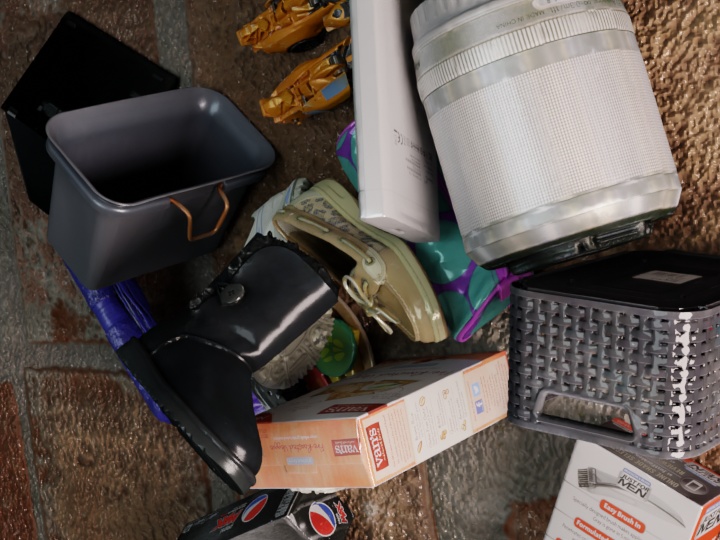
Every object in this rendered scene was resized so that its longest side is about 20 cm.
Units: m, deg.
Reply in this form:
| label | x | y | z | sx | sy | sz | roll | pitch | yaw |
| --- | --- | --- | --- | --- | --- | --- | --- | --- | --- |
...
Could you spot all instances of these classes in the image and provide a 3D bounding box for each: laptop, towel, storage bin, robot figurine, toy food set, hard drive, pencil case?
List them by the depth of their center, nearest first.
| label | x | y | z | sx | sy | sz | roll | pitch | yaw |
| --- | --- | --- | --- | --- | --- | --- | --- | --- | --- |
| storage bin | 0.200 | 0.048 | 0.849 | 0.135 | 0.199 | 0.094 | 9 | 104 | 39 |
| hard drive | 0.026 | -0.128 | 0.933 | 0.027 | 0.132 | 0.201 | -5 | 82 | 20 |
| pencil case | 0.061 | -0.046 | 1.027 | 0.201 | 0.085 | 0.093 | 56 | 142 | 17 |
| robot figurine | -0.015 | -0.209 | 1.078 | 0.200 | 0.058 | 0.146 | -27 | 78 | 40 |
| storage bin | -0.191 | -0.065 | 1.176 | 0.146 | 0.199 | 0.135 | 47 | 135 | 24 |
| toy food set | -0.065 | 0.097 | 1.181 | 0.199 | 0.049 | 0.199 | 19 | 109 | 37 |
| towel | -0.215 | 0.059 | 1.252 | 0.049 | 0.148 | 0.201 | -32 | 78 | -1 |
| laptop | -0.280 | -0.136 | 1.348 | 0.187 | 0.116 | 0.201 | 33 | 89 | 31 |

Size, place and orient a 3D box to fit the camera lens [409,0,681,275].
| label | x | y | z | sx | sy | sz | roll | pitch | yaw |
| --- | --- | --- | --- | --- | --- | --- | --- | --- | --- |
| camera lens | 0.131 | -0.107 | 0.908 | 0.159 | 0.160 | 0.201 | -19 | 85 | 40 |

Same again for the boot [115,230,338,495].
| label | x | y | z | sx | sy | sz | roll | pitch | yaw |
| --- | --- | --- | --- | --- | --- | --- | --- | --- | --- |
| boot | -0.083 | 0.058 | 0.966 | 0.200 | 0.168 | 0.077 | 38 | 164 | 51 |

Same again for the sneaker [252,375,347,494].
| label | x | y | z | sx | sy | sz | roll | pitch | yaw |
| --- | --- | --- | --- | --- | --- | --- | --- | --- | --- |
| sneaker | -0.074 | 0.118 | 1.116 | 0.200 | 0.069 | 0.100 | 27 | 111 | 33 |

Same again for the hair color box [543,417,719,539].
| label | x | y | z | sx | sy | sz | roll | pitch | yaw |
| --- | --- | --- | --- | --- | --- | --- | --- | --- | --- |
| hair color box | 0.198 | 0.230 | 0.974 | 0.111 | 0.064 | 0.201 | 30 | 117 | 34 |

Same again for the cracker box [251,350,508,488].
| label | x | y | z | sx | sy | sz | roll | pitch | yaw |
| --- | --- | --- | --- | --- | --- | --- | --- | --- | --- |
| cracker box | 0.016 | 0.118 | 1.015 | 0.133 | 0.200 | 0.058 | -9 | 96 | 40 |

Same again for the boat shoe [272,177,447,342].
| label | x | y | z | sx | sy | sz | roll | pitch | yaw |
| --- | --- | --- | --- | --- | --- | --- | --- | --- | --- |
| boat shoe | 0.000 | 0.000 | 1.021 | 0.200 | 0.062 | 0.074 | 45 | 157 | 45 |

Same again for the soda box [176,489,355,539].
| label | x | y | z | sx | sy | sz | roll | pitch | yaw |
| --- | --- | --- | --- | --- | --- | --- | --- | --- | --- |
| soda box | -0.101 | 0.261 | 1.215 | 0.200 | 0.063 | 0.071 | -30 | 109 | 40 |

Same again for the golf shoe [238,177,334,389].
| label | x | y | z | sx | sy | sz | roll | pitch | yaw |
| --- | --- | --- | --- | --- | --- | --- | --- | --- | --- |
| golf shoe | -0.074 | 0.018 | 1.117 | 0.097 | 0.078 | 0.201 | -17 | 49 | 39 |
